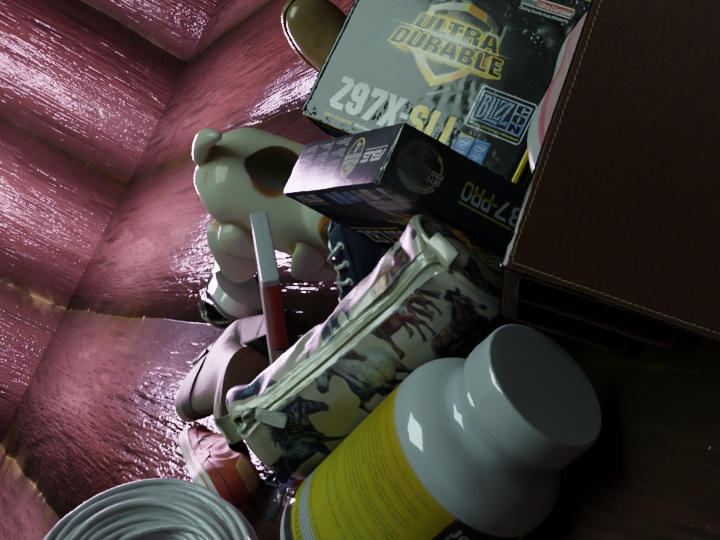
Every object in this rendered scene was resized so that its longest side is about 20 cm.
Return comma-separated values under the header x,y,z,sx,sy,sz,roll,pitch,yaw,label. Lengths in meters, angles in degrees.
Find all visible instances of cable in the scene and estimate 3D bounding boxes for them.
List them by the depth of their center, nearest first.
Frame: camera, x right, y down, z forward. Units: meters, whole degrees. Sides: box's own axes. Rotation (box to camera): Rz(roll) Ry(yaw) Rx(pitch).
x,y,z,sx,sy,sz,roll,pitch,yaw,label
-0.173,0.263,0.971,0.200,0.198,0.070,-44,-36,-40,cable

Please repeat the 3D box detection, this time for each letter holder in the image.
x,y,z,sx,sy,sz,roll,pitch,yaw,label
0.174,-0.058,0.662,0.101,0.141,0.202,70,-141,-73,letter holder

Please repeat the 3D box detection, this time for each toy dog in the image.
x,y,z,sx,sy,sz,roll,pitch,yaw,label
-0.045,-0.073,1.110,0.198,0.195,0.140,9,53,35,toy dog

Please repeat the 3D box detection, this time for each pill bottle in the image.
x,y,z,sx,sy,sz,roll,pitch,yaw,label
0.046,0.123,0.699,0.200,0.111,0.113,-48,23,35,pill bottle

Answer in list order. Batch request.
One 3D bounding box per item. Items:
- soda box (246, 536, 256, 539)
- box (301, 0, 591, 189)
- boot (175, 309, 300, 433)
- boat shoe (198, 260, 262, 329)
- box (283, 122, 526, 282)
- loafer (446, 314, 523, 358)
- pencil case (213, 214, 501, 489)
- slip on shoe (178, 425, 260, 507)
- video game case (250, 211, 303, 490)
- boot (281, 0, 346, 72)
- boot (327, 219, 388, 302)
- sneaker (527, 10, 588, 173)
x,y,z,sx,sy,sz,roll,pitch,yaw,label
-0.039,0.249,0.813,0.064,0.067,0.200,-63,19,-5,soda box
0.072,-0.155,0.927,0.199,0.049,0.161,25,88,28,box
-0.137,0.119,1.206,0.146,0.070,0.200,-31,17,35,boot
-0.155,0.036,1.404,0.064,0.070,0.200,-59,11,6,boat shoe
0.050,-0.041,0.838,0.049,0.160,0.200,-64,20,-8,box
0.014,0.056,0.835,0.199,0.072,0.073,-25,42,27,loafer
0.001,0.050,0.745,0.200,0.078,0.089,-43,-15,21,pencil case
-0.136,0.189,1.164,0.061,0.075,0.200,-29,10,-10,slip on shoe
-0.072,0.067,1.037,0.143,0.017,0.202,-110,13,-64,video game case
0.002,-0.200,1.176,0.066,0.175,0.200,-44,18,2,boot
0.000,0.000,1.007,0.201,0.090,0.073,-61,19,12,boot
0.169,-0.120,0.765,0.105,0.075,0.201,-48,19,47,sneaker
